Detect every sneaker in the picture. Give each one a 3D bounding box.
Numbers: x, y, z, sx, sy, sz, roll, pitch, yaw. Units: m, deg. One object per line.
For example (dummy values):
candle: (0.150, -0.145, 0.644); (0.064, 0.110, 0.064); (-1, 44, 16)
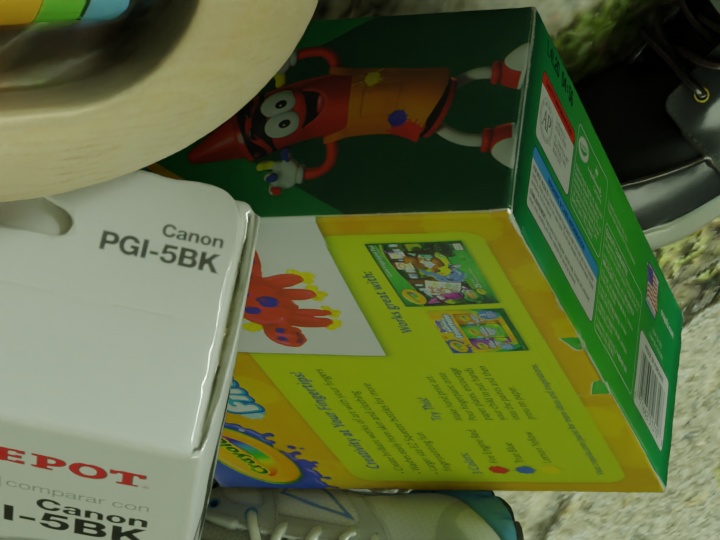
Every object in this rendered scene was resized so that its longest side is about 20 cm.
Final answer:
sneaker: (-0.019, 0.107, 0.901); (0.087, 0.200, 0.075); (0, 95, -36)
sneaker: (0.119, -0.081, 0.863); (0.200, 0.075, 0.106); (-23, 134, -10)

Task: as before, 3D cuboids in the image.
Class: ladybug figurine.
ladybug figurine: (-0.100, -0.088, 0.656); (0.200, 0.072, 0.136); (-3, 104, -31)

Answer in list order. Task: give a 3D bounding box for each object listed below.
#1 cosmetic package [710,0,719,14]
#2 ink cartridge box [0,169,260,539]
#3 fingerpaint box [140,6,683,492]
cosmetic package: (0.178, -0.139, 0.700); (0.123, 0.199, 0.200); (-17, 144, -17)
ink cartridge box: (-0.116, 0.047, 0.752); (0.147, 0.083, 0.200); (12, 151, -1)
fingerpaint box: (0.000, 0.000, 0.802); (0.167, 0.073, 0.200); (-2, 152, 21)
